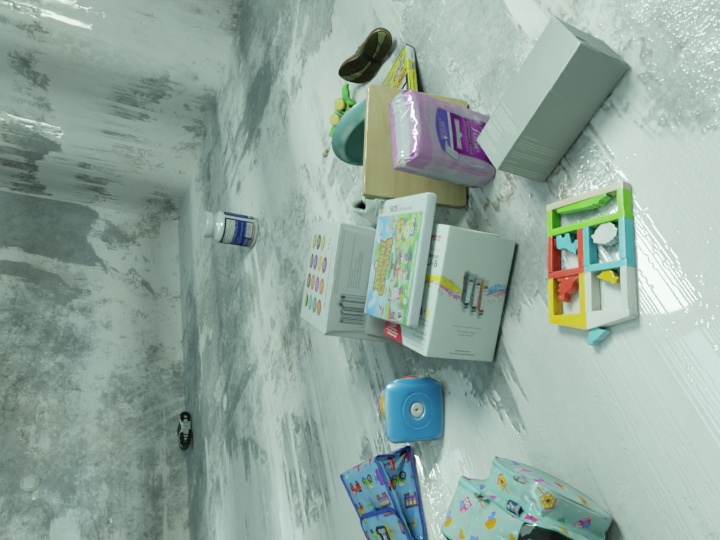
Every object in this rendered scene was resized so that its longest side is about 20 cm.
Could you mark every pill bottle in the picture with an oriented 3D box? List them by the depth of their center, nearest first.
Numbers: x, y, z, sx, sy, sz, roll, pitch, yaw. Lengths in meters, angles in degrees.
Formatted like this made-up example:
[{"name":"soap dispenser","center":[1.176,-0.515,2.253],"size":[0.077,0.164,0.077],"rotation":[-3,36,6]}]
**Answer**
[{"name":"pill bottle","center":[-0.493,-0.159,2.113],"size":[0.115,0.194,0.120],"rotation":[-24,62,57]}]

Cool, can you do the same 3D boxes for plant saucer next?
[{"name":"plant saucer","center":[0.034,-0.283,1.164],"size":[0.201,0.195,0.028],"rotation":[-51,55,43]}]

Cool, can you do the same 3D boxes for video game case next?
[{"name":"video game case","center":[0.061,-0.019,0.928],"size":[0.181,0.021,0.208],"rotation":[-175,93,-69]},{"name":"video game case","center":[0.067,-0.372,1.260],"size":[0.201,0.025,0.185],"rotation":[-51,30,45]}]

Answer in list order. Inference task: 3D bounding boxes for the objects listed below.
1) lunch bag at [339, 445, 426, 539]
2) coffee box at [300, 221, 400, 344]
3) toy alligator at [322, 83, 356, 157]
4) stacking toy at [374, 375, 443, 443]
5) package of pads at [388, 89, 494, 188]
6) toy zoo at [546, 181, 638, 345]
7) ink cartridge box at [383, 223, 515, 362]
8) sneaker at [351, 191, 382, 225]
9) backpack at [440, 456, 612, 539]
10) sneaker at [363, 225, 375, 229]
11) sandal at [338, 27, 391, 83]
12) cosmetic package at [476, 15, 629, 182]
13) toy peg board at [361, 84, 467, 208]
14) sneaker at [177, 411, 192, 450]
[{"name":"lunch bag","center":[0.057,0.464,1.072],"size":[0.151,0.092,0.205],"rotation":[-44,58,47]},{"name":"coffee box","center":[0.005,0.021,1.116],"size":[0.197,0.194,0.207],"rotation":[-164,83,-70]},{"name":"toy alligator","center":[-0.050,-0.390,1.495],"size":[0.053,0.059,0.205],"rotation":[26,111,18]},{"name":"stacking toy","center":[0.074,0.258,1.076],"size":[0.200,0.112,0.114],"rotation":[153,116,-72]},{"name":"package of pads","center":[0.138,-0.216,0.945],"size":[0.075,0.195,0.125],"rotation":[-17,71,53]},{"name":"toy zoo","center":[0.308,-0.003,0.758],"size":[0.130,0.020,0.208],"rotation":[-15,70,60]},{"name":"ink cartridge box","center":[0.144,0.029,0.930],"size":[0.144,0.141,0.207],"rotation":[17,98,63]},{"name":"sneaker","center":[0.051,-0.164,1.213],"size":[0.200,0.085,0.077],"rotation":[-44,44,48]},{"name":"backpack","center":[0.206,0.332,0.716],"size":[0.198,0.172,0.158],"rotation":[-13,55,61]},{"name":"sneaker","center":[0.000,0.000,1.281],"size":[0.071,0.071,0.207],"rotation":[31,110,63]},{"name":"sandal","center":[0.015,-0.535,1.385],"size":[0.199,0.080,0.056],"rotation":[-37,34,55]},{"name":"cosmetic package","center":[0.269,-0.237,0.803],"size":[0.203,0.104,0.092],"rotation":[-60,35,32]},{"name":"toy peg board","center":[0.093,-0.218,1.055],"size":[0.098,0.192,0.208],"rotation":[149,124,-74]},{"name":"sneaker","center":[-0.845,0.786,2.689],"size":[0.203,0.064,0.092],"rotation":[-111,36,-47]}]
